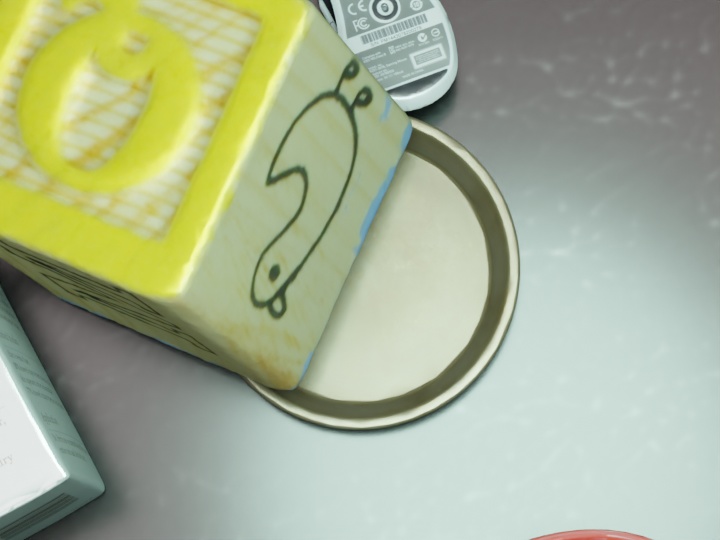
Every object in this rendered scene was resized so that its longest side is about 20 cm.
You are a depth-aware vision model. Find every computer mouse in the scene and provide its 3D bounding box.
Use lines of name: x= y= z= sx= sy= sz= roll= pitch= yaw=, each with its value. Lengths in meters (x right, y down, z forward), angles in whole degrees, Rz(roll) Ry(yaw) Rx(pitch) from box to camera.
computer mouse: x=0.001 y=-0.187 z=1.818 sx=0.109 sy=0.044 sz=0.201 roll=-18 pitch=76 yaw=-5

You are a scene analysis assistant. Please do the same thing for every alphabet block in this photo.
alphabet block: x=-0.112 y=-0.068 z=1.699 sx=0.196 sy=0.200 sz=0.196 roll=19 pitch=81 yaw=23

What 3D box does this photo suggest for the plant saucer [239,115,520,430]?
plant saucer: x=0.000 y=0.000 z=1.797 sx=0.199 sy=0.029 sz=0.201 roll=0 pitch=82 yaw=3

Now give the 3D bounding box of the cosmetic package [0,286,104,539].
cosmetic package: x=-0.277 y=0.081 z=1.727 sx=0.166 sy=0.167 sz=0.201 roll=-29 pitch=81 yaw=-1

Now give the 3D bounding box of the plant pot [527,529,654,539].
plant pot: x=0.139 y=0.278 z=1.657 sx=0.199 sy=0.178 sz=0.201 roll=-10 pitch=49 yaw=11
